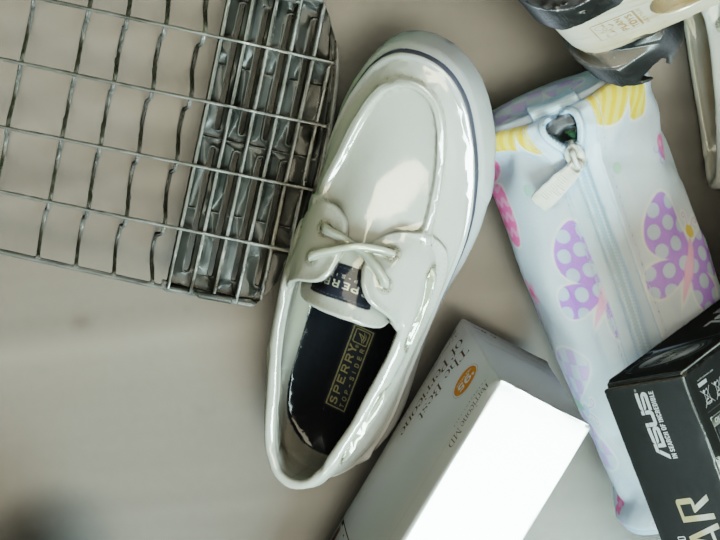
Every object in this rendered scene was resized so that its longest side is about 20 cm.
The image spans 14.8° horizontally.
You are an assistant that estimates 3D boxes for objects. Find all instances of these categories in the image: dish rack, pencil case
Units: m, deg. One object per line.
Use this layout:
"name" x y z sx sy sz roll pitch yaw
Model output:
"dish rack" -0.112 -0.069 1.169 0.199 0.055 0.155 12 99 -8
"pencil case" 0.115 0.010 1.179 0.083 0.091 0.201 -23 100 -9

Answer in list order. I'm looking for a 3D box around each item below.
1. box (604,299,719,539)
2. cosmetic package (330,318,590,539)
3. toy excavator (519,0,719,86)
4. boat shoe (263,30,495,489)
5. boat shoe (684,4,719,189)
"box" 0.199 0.077 1.157 0.200 0.043 0.161 -32 104 -43
"cosmetic package" 0.019 0.126 1.179 0.050 0.083 0.201 27 100 -19
"toy excavator" 0.071 -0.177 1.112 0.193 0.100 0.201 -22 69 17
"boat shoe" 0.000 0.000 1.150 0.072 0.066 0.201 26 117 10
"boat shoe" 0.138 -0.128 1.175 0.086 0.075 0.203 -16 109 2
